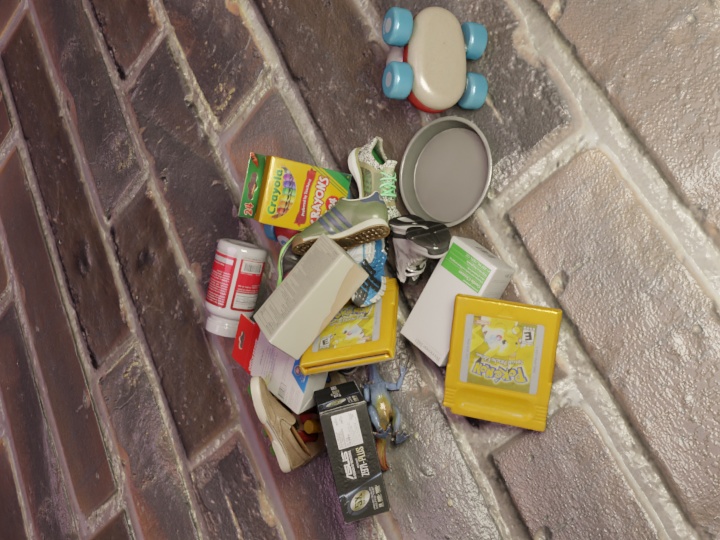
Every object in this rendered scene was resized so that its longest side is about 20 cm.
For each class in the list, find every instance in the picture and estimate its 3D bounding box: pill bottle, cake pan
[{"bbox_3d":[-0.281,0.039,1.659,0.111,0.111,0.203,19,98,38],"label":"pill bottle"},{"bbox_3d":[0.160,-0.177,1.367,0.198,0.036,0.204,-4,84,39],"label":"cake pan"}]

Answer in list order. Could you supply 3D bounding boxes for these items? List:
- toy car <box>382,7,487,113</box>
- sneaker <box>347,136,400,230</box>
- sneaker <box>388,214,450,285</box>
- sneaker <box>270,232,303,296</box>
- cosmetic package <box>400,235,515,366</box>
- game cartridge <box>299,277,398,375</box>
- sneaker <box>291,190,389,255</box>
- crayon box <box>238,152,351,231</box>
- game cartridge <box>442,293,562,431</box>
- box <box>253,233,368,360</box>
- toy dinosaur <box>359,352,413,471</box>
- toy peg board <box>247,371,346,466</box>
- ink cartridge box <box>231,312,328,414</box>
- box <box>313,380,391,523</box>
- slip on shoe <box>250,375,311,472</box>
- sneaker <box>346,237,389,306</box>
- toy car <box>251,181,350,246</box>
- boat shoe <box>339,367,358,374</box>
[{"bbox_3d":[0.104,-0.361,1.367,0.199,0.181,0.180,170,101,-67],"label":"toy car"},{"bbox_3d":[0.040,-0.170,1.431,0.089,0.076,0.202,-43,62,42],"label":"sneaker"},{"bbox_3d":[0.110,-0.024,1.321,0.200,0.074,0.117,-139,38,-67],"label":"sneaker"},{"bbox_3d":[-0.121,0.024,1.444,0.083,0.077,0.203,0,67,29],"label":"sneaker"},{"bbox_3d":[0.169,0.055,1.311,0.107,0.084,0.202,37,108,31],"label":"cosmetic package"},{"bbox_3d":[-0.018,0.096,1.383,0.173,0.033,0.202,-12,39,15],"label":"game cartridge"},{"bbox_3d":[-0.037,-0.091,1.402,0.197,0.067,0.091,-13,62,23],"label":"sneaker"},{"bbox_3d":[-0.125,-0.143,1.435,0.051,0.197,0.129,-156,77,-67],"label":"crayon box"},{"bbox_3d":[0.230,0.150,1.230,0.173,0.032,0.204,8,99,16],"label":"game cartridge"},{"bbox_3d":[-0.089,0.046,1.324,0.200,0.078,0.095,-49,39,5],"label":"box"},{"bbox_3d":[0.021,0.242,1.418,0.202,0.104,0.182,-65,34,28],"label":"toy dinosaur"},{"bbox_3d":[-0.126,0.269,1.524,0.199,0.097,0.202,-41,63,29],"label":"toy peg board"},{"bbox_3d":[-0.157,0.170,1.462,0.199,0.067,0.118,34,122,28],"label":"ink cartridge box"},{"bbox_3d":[-0.019,0.321,1.352,0.085,0.164,0.203,-14,96,-6],"label":"box"},{"bbox_3d":[-0.153,0.288,1.431,0.060,0.076,0.203,-19,100,2],"label":"slip on shoe"},{"bbox_3d":[0.000,0.000,1.415,0.086,0.075,0.202,-26,31,30],"label":"sneaker"},{"bbox_3d":[-0.157,-0.128,1.517,0.183,0.199,0.180,16,96,39],"label":"toy car"},{"bbox_3d":[-0.063,0.114,1.500,0.074,0.062,0.202,-27,65,6],"label":"boat shoe"}]
